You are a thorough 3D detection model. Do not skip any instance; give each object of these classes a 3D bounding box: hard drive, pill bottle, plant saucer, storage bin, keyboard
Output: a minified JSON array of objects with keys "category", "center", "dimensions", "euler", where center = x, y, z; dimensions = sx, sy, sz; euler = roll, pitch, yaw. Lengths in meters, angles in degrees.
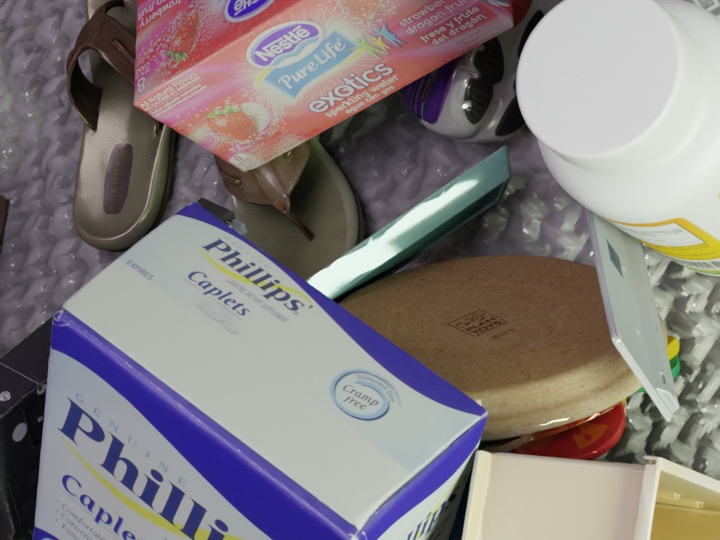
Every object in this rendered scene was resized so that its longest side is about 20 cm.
[{"category":"hard drive","center":[-0.132,0.069,1.150],"dimensions":[0.038,0.140,0.200],"euler":[26,52,31]},{"category":"pill bottle","center":[0.154,-0.070,1.041],"dimensions":[0.111,0.200,0.111],"euler":[-7,74,27]},{"category":"plant saucer","center":[0.000,0.000,1.149],"dimensions":[0.200,0.070,0.019],"euler":[-35,82,-9]},{"category":"storage bin","center":[0.124,0.195,0.993],"dimensions":[0.094,0.200,0.199],"euler":[4,80,31]},{"category":"keyboard","center":[0.130,0.000,1.057],"dimensions":[0.011,0.056,0.200],"euler":[-34,25,18]}]

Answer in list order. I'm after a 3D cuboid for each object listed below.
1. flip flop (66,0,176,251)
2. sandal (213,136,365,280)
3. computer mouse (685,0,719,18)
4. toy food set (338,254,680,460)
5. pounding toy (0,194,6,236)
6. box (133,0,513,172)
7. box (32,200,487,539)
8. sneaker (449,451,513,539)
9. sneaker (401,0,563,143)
[{"category":"flip flop","center":[-0.152,-0.112,1.306],"dimensions":[0.081,0.058,0.200],"euler":[0,78,29]},{"category":"sandal","center":[-0.059,-0.070,1.243],"dimensions":[0.080,0.057,0.201],"euler":[-29,66,21]},{"category":"computer mouse","center":[0.231,-0.183,1.098],"dimensions":[0.200,0.044,0.110],"euler":[-29,70,-1]},{"category":"toy food set","center":[0.062,0.048,1.089],"dimensions":[0.198,0.200,0.049],"euler":[11,119,37]},{"category":"pounding toy","center":[-0.347,0.027,1.307],"dimensions":[0.142,0.184,0.200],"euler":[4,80,30]},{"category":"box","center":[-0.023,-0.149,1.148],"dimensions":[0.200,0.095,0.103],"euler":[-26,51,35]},{"category":"box","center":[-0.056,0.105,1.008],"dimensions":[0.184,0.105,0.200],"euler":[35,139,20]},{"category":"sneaker","center":[0.075,0.175,1.074],"dimensions":[0.200,0.077,0.111],"euler":[-66,24,4]},{"category":"sneaker","center":[0.075,-0.172,1.187],"dimensions":[0.083,0.081,0.200],"euler":[21,85,44]}]
